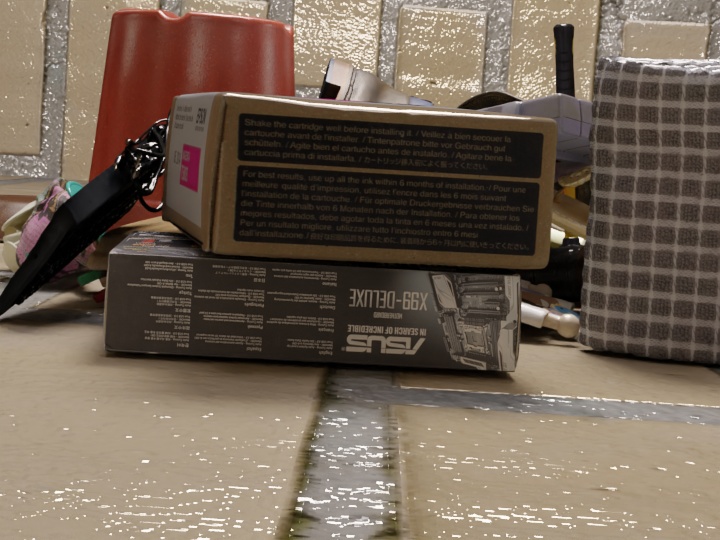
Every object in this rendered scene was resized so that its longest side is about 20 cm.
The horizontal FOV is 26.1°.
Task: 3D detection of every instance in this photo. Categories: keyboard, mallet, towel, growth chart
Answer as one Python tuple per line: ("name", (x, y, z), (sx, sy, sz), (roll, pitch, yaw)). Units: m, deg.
("keyboard", (-0.138, -0.033, 0.893), (0.039, 0.104, 0.200), (36, 21, -4))
("mallet", (0.150, -0.075, 1.125), (0.041, 0.203, 0.066), (-2, 10, 9))
("towel", (0.220, -0.031, 0.837), (0.197, 0.168, 0.085), (4, 8, 16))
("growth chart", (0.074, 0.011, 0.977), (0.143, 0.018, 0.200), (15, 5, 3))

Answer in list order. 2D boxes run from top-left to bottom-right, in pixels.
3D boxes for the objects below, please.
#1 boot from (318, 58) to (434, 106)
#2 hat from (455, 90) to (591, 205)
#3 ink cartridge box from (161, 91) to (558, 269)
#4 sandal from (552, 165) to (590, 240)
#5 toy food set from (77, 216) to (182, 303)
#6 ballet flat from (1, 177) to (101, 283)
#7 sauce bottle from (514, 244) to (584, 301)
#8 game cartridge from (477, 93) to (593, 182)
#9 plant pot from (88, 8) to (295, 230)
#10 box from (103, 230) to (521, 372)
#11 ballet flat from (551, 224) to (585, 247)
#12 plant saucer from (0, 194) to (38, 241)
("boot", (0.008, -0.089, 1.226), (0.096, 0.075, 0.202), (14, 46, -7))
("hat", (0.120, -0.047, 1.305), (0.198, 0.202, 0.081), (7, 43, 30))
("ink cartridge box", (-0.009, -0.049, 0.789), (0.162, 0.076, 0.200), (3, 6, -14))
("sandal", (0.188, -0.036, 0.964), (0.211, 0.070, 0.077), (35, 20, 29))
("toy food set", (-0.080, -0.014, 0.975), (0.198, 0.049, 0.198), (-6, 7, 24))
("ballet flat", (-0.215, -0.024, 1.080), (0.070, 0.070, 0.200), (-23, 8, -6))
("sauce bottle", (0.200, 0.000, 1.045), (0.198, 0.066, 0.064), (-5, -1, 31))
("game cartridge", (0.094, -0.077, 1.043), (0.129, 0.039, 0.199), (2, -7, -44))
("plant pot", (-0.133, -0.105, 1.252), (0.198, 0.198, 0.201), (3, 4, 0))
("box", (-0.026, 0.013, 0.798), (0.197, 0.051, 0.158), (3, 5, -5))
("ballet flat", (0.108, -0.039, 1.222), (0.198, 0.067, 0.067), (16, -35, 15))
("plant saucer", (-0.280, -0.048, 1.441), (0.197, 0.037, 0.200), (4, 4, 0))
